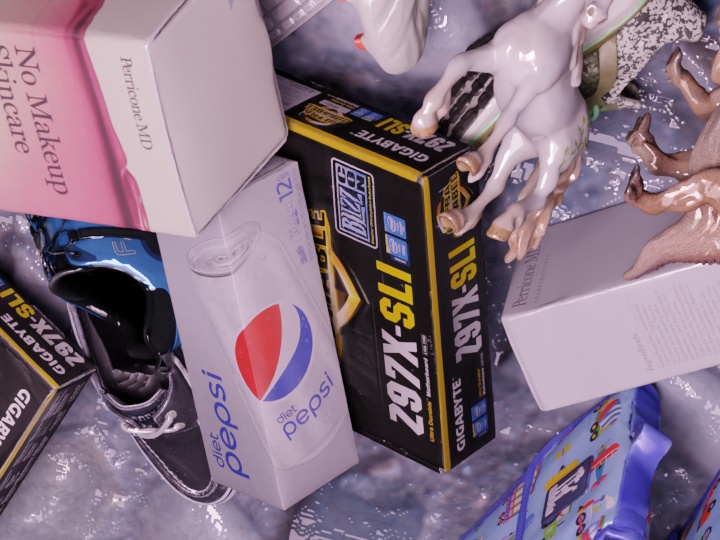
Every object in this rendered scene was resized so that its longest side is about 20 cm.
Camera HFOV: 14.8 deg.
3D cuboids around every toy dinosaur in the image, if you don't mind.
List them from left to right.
[{"bbox_3d":[0.221,-0.063,1.492,0.135,0.086,0.200,27,99,-7],"label":"toy dinosaur"}]

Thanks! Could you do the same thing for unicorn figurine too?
[{"bbox_3d":[0.093,-0.094,1.457,0.074,0.137,0.200,38,161,13],"label":"unicorn figurine"}]

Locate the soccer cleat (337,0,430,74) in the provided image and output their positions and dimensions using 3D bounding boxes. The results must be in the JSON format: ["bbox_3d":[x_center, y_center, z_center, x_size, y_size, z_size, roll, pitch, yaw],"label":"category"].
[{"bbox_3d":[0.023,-0.201,1.501,0.077,0.069,0.200,-3,113,14],"label":"soccer cleat"}]

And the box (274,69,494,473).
[{"bbox_3d":[0.000,0.000,1.598,0.160,0.049,0.200,23,131,37],"label":"box"}]

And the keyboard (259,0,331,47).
[{"bbox_3d":[-0.036,-0.174,1.573,0.200,0.011,0.056,-36,108,29],"label":"keyboard"}]

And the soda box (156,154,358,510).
[{"bbox_3d":[-0.061,0.032,1.585,0.068,0.063,0.200,17,127,45],"label":"soda box"}]

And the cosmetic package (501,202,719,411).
[{"bbox_3d":[0.187,0.003,1.581,0.200,0.102,0.074,-16,117,20],"label":"cosmetic package"}]

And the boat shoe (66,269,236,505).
[{"bbox_3d":[-0.129,0.073,1.716,0.072,0.068,0.200,-10,119,19],"label":"boat shoe"}]

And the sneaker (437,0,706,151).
[{"bbox_3d":[0.115,-0.102,1.553,0.089,0.077,0.200,33,127,-23],"label":"sneaker"}]

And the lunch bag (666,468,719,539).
[{"bbox_3d":[0.205,0.218,1.681,0.094,0.151,0.200,35,122,-9],"label":"lunch bag"}]

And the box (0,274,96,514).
[{"bbox_3d":[-0.274,0.079,1.733,0.160,0.049,0.200,45,124,13],"label":"box"}]

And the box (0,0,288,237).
[{"bbox_3d":[-0.159,-0.108,1.518,0.200,0.109,0.128,8,129,29],"label":"box"}]

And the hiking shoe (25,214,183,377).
[{"bbox_3d":[-0.163,-0.029,1.625,0.200,0.087,0.074,37,137,11],"label":"hiking shoe"}]

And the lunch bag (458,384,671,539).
[{"bbox_3d":[0.131,0.168,1.659,0.094,0.151,0.200,28,124,-7],"label":"lunch bag"}]
